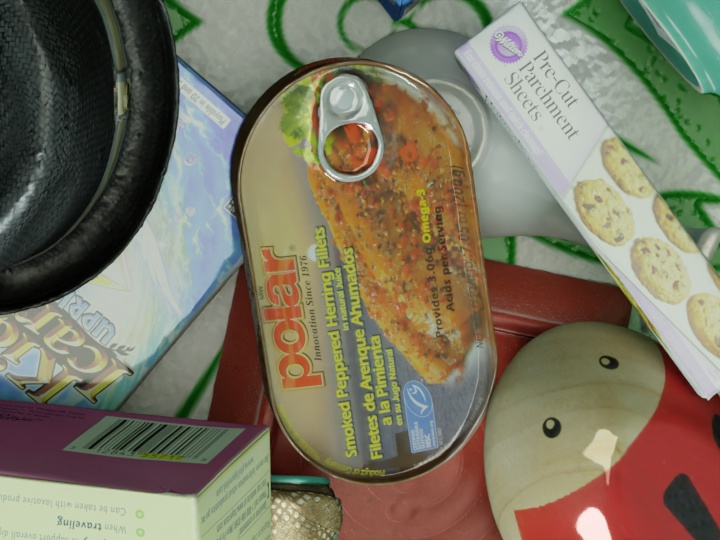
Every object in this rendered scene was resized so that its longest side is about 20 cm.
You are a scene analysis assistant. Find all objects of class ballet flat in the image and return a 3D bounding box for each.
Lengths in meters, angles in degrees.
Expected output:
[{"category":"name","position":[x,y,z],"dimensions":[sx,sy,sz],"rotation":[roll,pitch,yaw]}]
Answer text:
[{"category":"ballet flat","position":[-0.108,0.127,1.082],"dimensions":[0.198,0.070,0.066],"rotation":[0,80,15]}]

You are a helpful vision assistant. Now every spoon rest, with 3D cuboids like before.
[{"category":"spoon rest","position":[0.078,-0.045,1.118],"dimensions":[0.199,0.061,0.100],"rotation":[28,92,5]}]

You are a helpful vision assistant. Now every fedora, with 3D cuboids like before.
[{"category":"fedora","position":[-0.171,-0.069,0.997],"dimensions":[0.199,0.092,0.202],"rotation":[0,104,-1]}]

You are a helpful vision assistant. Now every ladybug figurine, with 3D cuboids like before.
[{"category":"ladybug figurine","position":[0.140,0.112,1.103],"dimensions":[0.136,0.072,0.200],"rotation":[-51,120,-16]}]

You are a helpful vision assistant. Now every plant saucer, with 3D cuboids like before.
[{"category":"plant saucer","position":[0.023,0.089,1.131],"dimensions":[0.198,0.037,0.201],"rotation":[12,95,-7]}]

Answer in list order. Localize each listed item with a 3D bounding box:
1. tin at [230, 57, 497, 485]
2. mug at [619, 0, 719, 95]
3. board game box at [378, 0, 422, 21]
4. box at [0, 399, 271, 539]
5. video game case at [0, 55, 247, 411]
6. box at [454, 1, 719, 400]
[{"category":"tin","position":[0.000,0.000,1.070],"dimensions":[0.111,0.042,0.202],"rotation":[-12,104,-15]},{"category":"mug","position":[0.174,-0.152,1.044],"dimensions":[0.114,0.185,0.152],"rotation":[-38,81,4]},{"category":"board game box","position":[0.081,-0.200,1.043],"dimensions":[0.200,0.152,0.045],"rotation":[-39,90,-1]},{"category":"box","position":[-0.134,0.169,1.021],"dimensions":[0.174,0.097,0.202],"rotation":[4,105,17]},{"category":"video game case","position":[-0.154,-0.041,1.085],"dimensions":[0.200,0.045,0.182],"rotation":[40,92,-5]},{"category":"box","position":[0.117,-0.032,1.065],"dimensions":[0.041,0.039,0.201],"rotation":[-35,87,2]}]
